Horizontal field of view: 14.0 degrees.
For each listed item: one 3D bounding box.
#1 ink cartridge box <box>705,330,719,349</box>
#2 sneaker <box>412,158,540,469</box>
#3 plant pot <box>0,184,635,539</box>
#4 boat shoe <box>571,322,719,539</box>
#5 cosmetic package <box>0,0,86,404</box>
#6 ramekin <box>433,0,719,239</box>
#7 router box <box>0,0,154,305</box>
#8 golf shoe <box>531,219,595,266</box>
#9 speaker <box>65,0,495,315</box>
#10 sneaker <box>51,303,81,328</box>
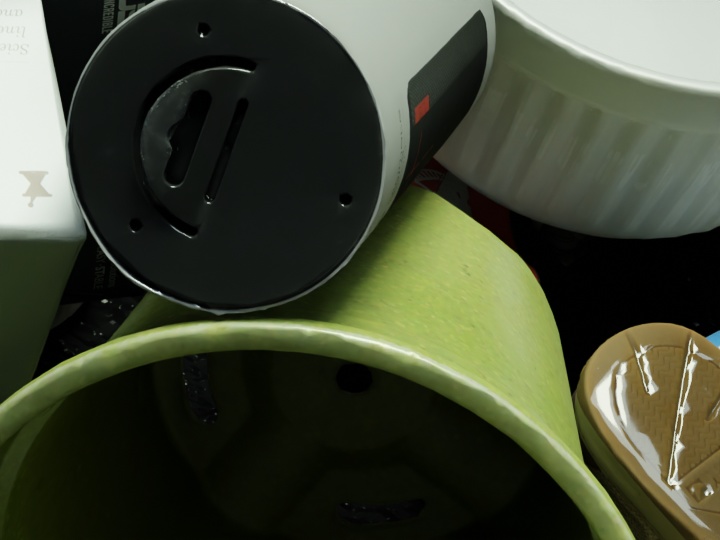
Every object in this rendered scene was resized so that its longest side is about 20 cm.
[{"bbox_3d":[0.194,0.089,0.936,0.200,0.067,0.116,38,42,29],"label":"ink cartridge box"},{"bbox_3d":[0.000,0.000,0.994,0.107,0.067,0.202,7,34,-8],"label":"sneaker"},{"bbox_3d":[-0.012,0.067,0.822,0.200,0.201,0.184,14,25,0],"label":"plant pot"},{"bbox_3d":[0.125,0.112,0.885,0.072,0.072,0.200,-30,75,-30],"label":"boat shoe"},{"bbox_3d":[-0.151,0.011,0.810,0.112,0.200,0.081,-1,58,-20],"label":"cosmetic package"},{"bbox_3d":[0.090,-0.105,0.992,0.199,0.105,0.201,9,53,-12],"label":"ramekin"},{"bbox_3d":[-0.133,-0.056,0.846,0.149,0.200,0.062,-8,61,-12],"label":"router box"},{"bbox_3d":[0.076,-0.093,1.098,0.094,0.078,0.200,19,56,-4],"label":"golf shoe"},{"bbox_3d":[-0.016,-0.050,0.783,0.081,0.081,0.200,18,15,6],"label":"speaker"},{"bbox_3d":[-0.165,-0.056,1.017,0.200,0.073,0.112,28,35,6],"label":"sneaker"}]
